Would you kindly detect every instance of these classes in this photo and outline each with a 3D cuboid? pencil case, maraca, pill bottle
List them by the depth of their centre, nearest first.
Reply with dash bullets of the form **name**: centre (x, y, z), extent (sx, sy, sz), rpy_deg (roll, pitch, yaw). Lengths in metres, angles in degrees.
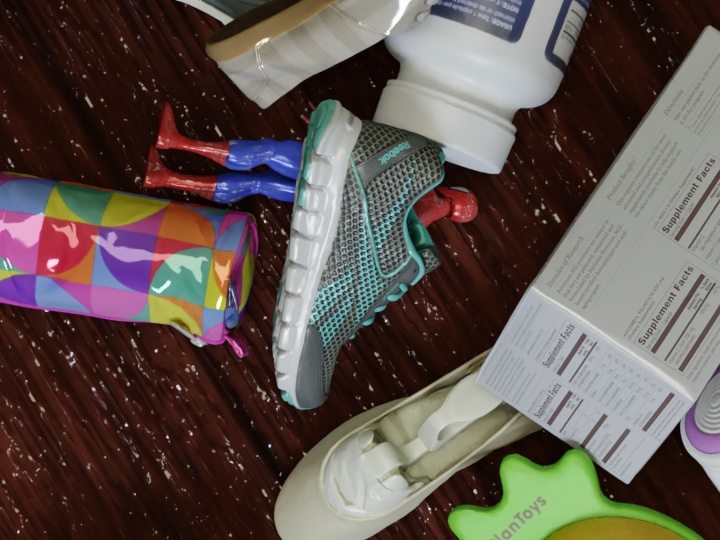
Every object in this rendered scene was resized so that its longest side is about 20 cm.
- **maraca**: centre (0.141, 0.191, 1.654), extent (0.200, 0.107, 0.137), rpy_deg (43, 104, -3)
- **pill bottle**: centre (0.079, -0.164, 1.692), extent (0.111, 0.111, 0.200), rpy_deg (21, 86, 5)
- **pencil case**: centre (-0.158, -0.008, 1.709), extent (0.200, 0.088, 0.088), rpy_deg (12, 86, 6)

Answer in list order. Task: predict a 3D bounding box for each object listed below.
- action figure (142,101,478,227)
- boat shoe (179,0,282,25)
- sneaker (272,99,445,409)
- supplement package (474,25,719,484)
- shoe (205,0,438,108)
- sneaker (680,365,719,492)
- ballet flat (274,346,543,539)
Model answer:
- **action figure**: centre (-0.026, -0.057, 1.711), extent (0.200, 0.065, 0.052), rpy_deg (14, 44, -9)
- **boat shoe**: centre (-0.092, -0.194, 1.717), extent (0.200, 0.062, 0.073), rpy_deg (29, 44, 0)
- **sneaker**: centre (0.000, 0.000, 1.670), extent (0.091, 0.078, 0.200), rpy_deg (9, 122, -4)
- **supplement package**: centre (0.173, -0.007, 1.621), extent (0.111, 0.156, 0.200), rpy_deg (34, 67, 5)
- **shoe**: centre (0.004, -0.153, 1.646), extent (0.200, 0.070, 0.053), rpy_deg (-25, 102, 27)
- **sneaker**: centre (0.266, 0.057, 1.690), extent (0.200, 0.100, 0.075), rpy_deg (-47, 41, -17)
- **ballet flat**: centre (0.032, 0.101, 1.695), extent (0.200, 0.069, 0.069), rpy_deg (-33, 84, 0)
